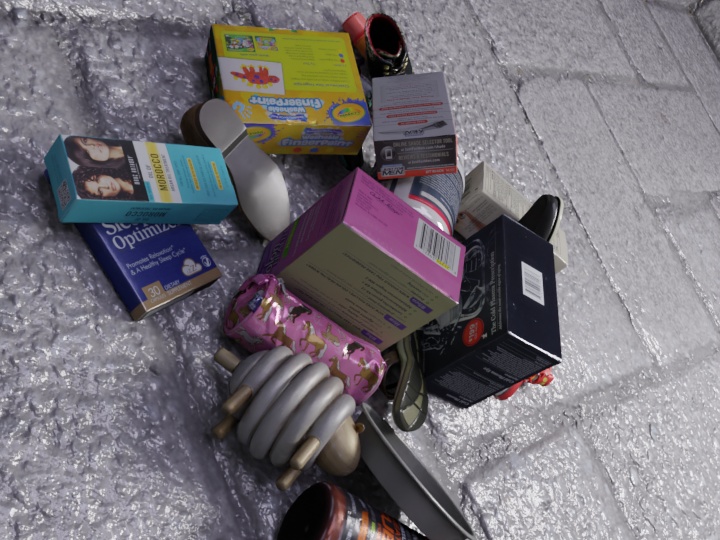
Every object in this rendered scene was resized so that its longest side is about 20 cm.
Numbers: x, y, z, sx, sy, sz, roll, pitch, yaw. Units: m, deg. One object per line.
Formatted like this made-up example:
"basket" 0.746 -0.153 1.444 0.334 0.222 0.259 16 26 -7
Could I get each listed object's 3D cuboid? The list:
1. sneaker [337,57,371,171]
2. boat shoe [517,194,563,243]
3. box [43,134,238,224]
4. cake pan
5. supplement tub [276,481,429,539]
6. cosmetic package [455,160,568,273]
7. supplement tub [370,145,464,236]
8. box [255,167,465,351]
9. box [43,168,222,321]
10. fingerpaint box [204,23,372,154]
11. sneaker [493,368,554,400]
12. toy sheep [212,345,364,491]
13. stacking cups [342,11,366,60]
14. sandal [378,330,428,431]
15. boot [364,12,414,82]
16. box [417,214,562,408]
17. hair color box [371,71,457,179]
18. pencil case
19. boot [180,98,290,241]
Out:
"sneaker" -0.007 -0.245 1.273 0.087 0.074 0.200 -11 68 -12
"boat shoe" 0.239 -0.034 1.301 0.063 0.202 0.074 28 16 -19
"box" -0.241 -0.099 0.945 0.200 0.049 0.082 -2 64 -43
"cake pan" 0.055 0.240 0.972 0.200 0.037 0.200 50 -1 1
"supplement tub" 0.014 0.316 0.910 0.200 0.107 0.107 34 45 -22
"cosmetic package" 0.242 -0.071 1.392 0.200 0.087 0.103 38 32 -16
"supplement tub" 0.074 -0.102 1.222 0.140 0.140 0.200 37 44 -18
"box" -0.005 0.003 1.032 0.176 0.200 0.097 34 44 -21
"box" -0.258 -0.052 0.961 0.121 0.032 0.200 -31 85 -49
"fingerpaint box" -0.102 -0.246 1.163 0.199 0.073 0.167 -3 64 -22
"sneaker" 0.259 0.145 1.282 0.085 0.077 0.200 56 41 -5
"toy sheep" -0.082 0.150 0.917 0.200 0.138 0.138 39 40 7
"stacking cups" 0.044 -0.347 1.422 0.200 0.060 0.060 51 41 -2
"sandal" 0.051 0.136 1.108 0.201 0.057 0.080 -88 160 -56
"boot" 0.056 -0.293 1.320 0.154 0.073 0.204 43 25 -86
"box" 0.173 0.060 1.175 0.104 0.182 0.200 27 47 -26
"hair color box" 0.073 -0.207 1.184 0.200 0.111 0.064 -89 174 -55
"pencil case" -0.064 0.086 1.005 0.200 0.086 0.083 37 47 -23
"boot" -0.158 -0.126 1.079 0.074 0.075 0.200 -45 117 -31
